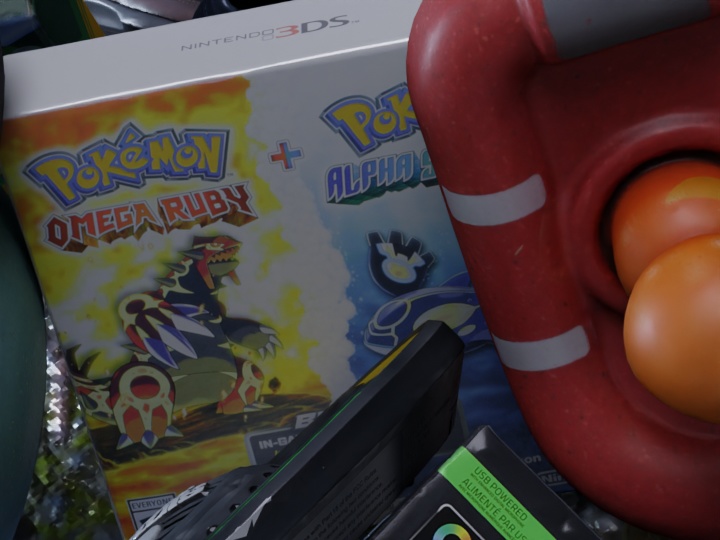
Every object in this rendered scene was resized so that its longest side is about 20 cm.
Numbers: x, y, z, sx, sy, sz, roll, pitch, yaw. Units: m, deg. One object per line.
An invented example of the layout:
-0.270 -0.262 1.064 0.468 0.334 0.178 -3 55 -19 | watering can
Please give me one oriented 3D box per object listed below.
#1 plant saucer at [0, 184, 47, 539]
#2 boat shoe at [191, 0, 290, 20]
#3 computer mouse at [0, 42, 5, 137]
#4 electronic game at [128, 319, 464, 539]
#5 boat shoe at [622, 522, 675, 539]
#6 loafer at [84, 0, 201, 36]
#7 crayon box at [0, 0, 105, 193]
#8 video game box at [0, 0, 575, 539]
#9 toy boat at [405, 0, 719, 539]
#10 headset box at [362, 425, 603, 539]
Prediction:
-0.153 0.044 0.787 0.036 0.200 0.200 10 38 -34 | plant saucer
0.035 -0.103 0.849 0.199 0.069 0.084 -27 71 -19 | boat shoe
-0.163 0.002 0.723 0.052 0.201 0.139 7 30 -30 | computer mouse
-0.046 0.086 0.667 0.200 0.200 0.042 -42 90 -21 | electronic game
0.179 0.063 0.739 0.199 0.063 0.074 -12 49 4 | boat shoe
-0.064 -0.108 0.928 0.199 0.072 0.063 22 83 32 | loafer
-0.159 -0.068 0.867 0.125 0.200 0.052 -12 76 4 | crayon box
0.000 0.000 0.754 0.199 0.183 0.047 -11 31 5 | video game box
0.093 -0.003 0.650 0.130 0.201 0.131 -16 31 8 | toy boat
0.028 0.168 0.622 0.174 0.093 0.200 45 67 5 | headset box
